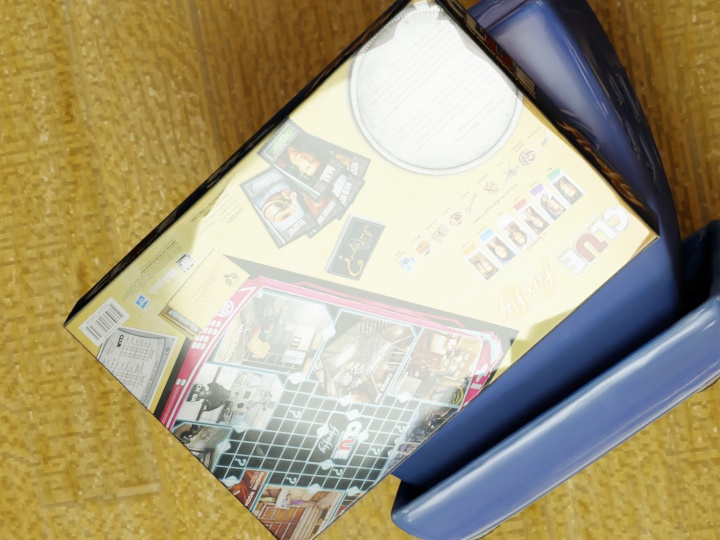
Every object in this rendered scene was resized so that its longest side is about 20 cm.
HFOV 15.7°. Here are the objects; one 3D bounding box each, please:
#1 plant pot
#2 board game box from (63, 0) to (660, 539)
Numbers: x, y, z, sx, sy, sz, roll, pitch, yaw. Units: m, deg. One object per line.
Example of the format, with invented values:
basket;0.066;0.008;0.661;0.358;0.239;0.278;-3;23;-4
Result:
plant pot;0.055;-0.005;1.145;0.200;0.200;0.180;-36;96;12
board game box;0.000;0.000;1.034;0.200;0.035;0.136;-42;99;15
